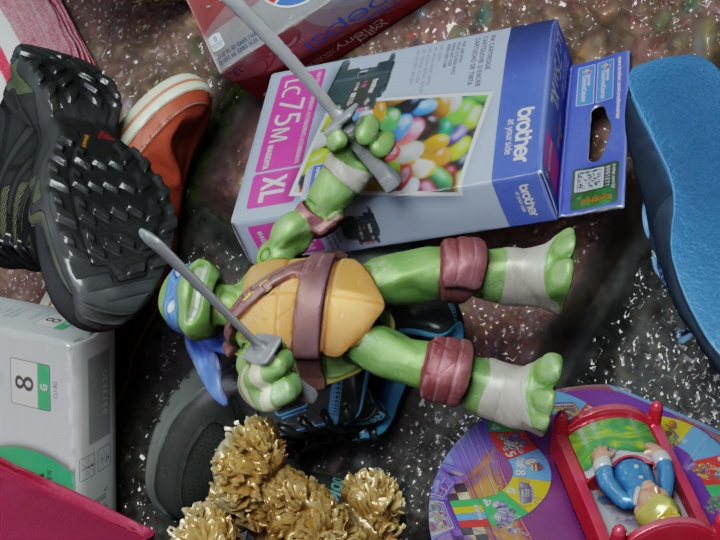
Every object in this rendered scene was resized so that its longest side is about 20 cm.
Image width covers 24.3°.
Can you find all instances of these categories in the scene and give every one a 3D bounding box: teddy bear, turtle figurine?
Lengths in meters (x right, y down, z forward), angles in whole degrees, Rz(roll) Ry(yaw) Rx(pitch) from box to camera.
[{"bbox_3d":[-0.012,0.156,0.767,0.067,0.145,0.201,-19,106,35],"label":"teddy bear"},{"bbox_3d":[0.000,0.000,0.757,0.193,0.144,0.201,9,120,3],"label":"turtle figurine"}]

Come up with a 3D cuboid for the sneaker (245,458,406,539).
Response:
[{"bbox_3d":[-0.032,0.200,0.848,0.079,0.075,0.201,12,99,-2],"label":"sneaker"}]

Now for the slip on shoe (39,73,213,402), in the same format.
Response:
[{"bbox_3d":[-0.125,-0.014,0.938,0.061,0.074,0.201,27,96,21],"label":"slip on shoe"}]

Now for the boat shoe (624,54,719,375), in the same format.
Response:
[{"bbox_3d":[0.174,-0.017,0.781,0.084,0.069,0.201,-5,48,3],"label":"boat shoe"}]

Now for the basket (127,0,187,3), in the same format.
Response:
[{"bbox_3d":[-0.158,-0.247,0.929,0.149,0.200,0.143,38,97,23],"label":"basket"}]

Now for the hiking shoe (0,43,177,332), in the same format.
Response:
[{"bbox_3d":[-0.154,-0.026,0.869,0.101,0.075,0.201,-58,35,31],"label":"hiking shoe"}]

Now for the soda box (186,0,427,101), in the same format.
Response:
[{"bbox_3d":[0.003,-0.177,0.918,0.199,0.063,0.070,-30,69,15],"label":"soda box"}]

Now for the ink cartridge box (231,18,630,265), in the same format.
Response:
[{"bbox_3d":[0.038,-0.069,0.864,0.199,0.042,0.120,-6,46,19],"label":"ink cartridge box"}]

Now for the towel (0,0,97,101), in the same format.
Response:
[{"bbox_3d":[-0.266,-0.116,1.047,0.200,0.023,0.144,-37,66,13],"label":"towel"}]

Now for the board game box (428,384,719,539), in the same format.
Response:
[{"bbox_3d":[0.133,0.101,0.758,0.199,0.158,0.039,24,131,26],"label":"board game box"}]

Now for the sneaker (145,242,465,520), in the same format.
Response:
[{"bbox_3d":[-0.032,0.066,0.872,0.200,0.073,0.082,-47,57,8],"label":"sneaker"}]

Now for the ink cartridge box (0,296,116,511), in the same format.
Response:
[{"bbox_3d":[-0.229,0.092,0.938,0.199,0.050,0.162,9,109,23],"label":"ink cartridge box"}]

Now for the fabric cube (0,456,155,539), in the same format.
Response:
[{"bbox_3d":[-0.249,0.211,0.840,0.199,0.196,0.201,21,112,26],"label":"fabric cube"}]
